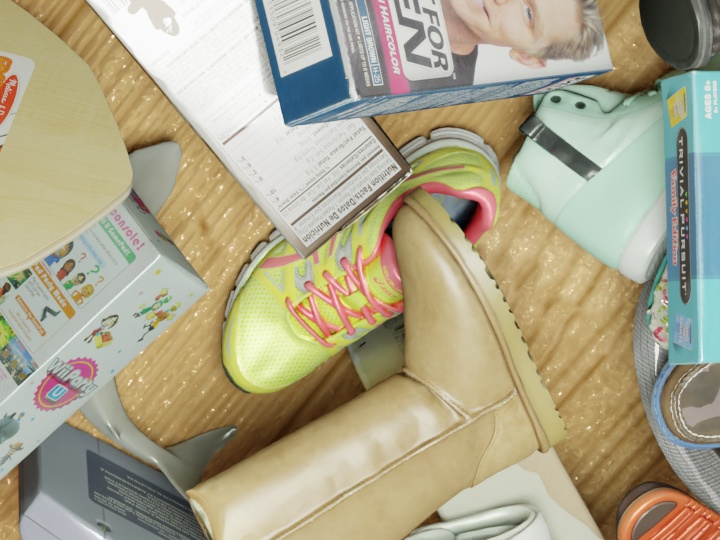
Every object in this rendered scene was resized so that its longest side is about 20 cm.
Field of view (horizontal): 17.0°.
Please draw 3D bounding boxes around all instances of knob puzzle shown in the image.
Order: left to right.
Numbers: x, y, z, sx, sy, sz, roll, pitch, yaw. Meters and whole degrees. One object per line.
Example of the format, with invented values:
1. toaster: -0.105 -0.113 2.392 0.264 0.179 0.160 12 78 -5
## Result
1. knob puzzle: -0.216 -0.062 1.254 0.218 0.221 0.031 -2 146 -10

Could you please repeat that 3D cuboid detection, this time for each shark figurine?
1. shark figurine: -0.141 0.047 1.352 0.127 0.090 0.216 -12 108 -5

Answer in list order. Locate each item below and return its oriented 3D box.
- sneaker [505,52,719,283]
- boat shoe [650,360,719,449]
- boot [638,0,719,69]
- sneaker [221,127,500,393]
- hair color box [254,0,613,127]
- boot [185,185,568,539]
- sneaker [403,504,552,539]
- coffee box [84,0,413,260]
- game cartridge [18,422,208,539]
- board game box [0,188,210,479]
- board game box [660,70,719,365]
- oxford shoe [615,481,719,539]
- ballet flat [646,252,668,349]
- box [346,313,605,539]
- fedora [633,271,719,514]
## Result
1. sneaker: 0.165 -0.103 1.366 0.118 0.074 0.201 32 73 15
2. boat shoe: 0.258 0.045 1.336 0.199 0.072 0.073 -23 98 -7
3. boot: 0.235 -0.182 1.298 0.173 0.201 0.070 0 134 -4
4. sneaker: 0.000 0.000 1.360 0.200 0.090 0.078 -43 111 6
5. hair color box: 0.039 -0.138 1.269 0.199 0.060 0.101 -11 86 -44
6. boot: -0.004 0.077 1.289 0.199 0.066 0.176 -31 106 -7
7. sneaker: 0.028 0.205 1.351 0.199 0.074 0.116 -28 110 -9
8. coffee box: -0.070 -0.116 1.297 0.080 0.114 0.200 -39 111 3
9. game cartridge: -0.106 0.162 1.370 0.199 0.133 0.042 30 108 -18
10. board game box: -0.202 0.020 1.296 0.200 0.148 0.064 -42 150 5
11. board game box: 0.261 -0.027 1.275 0.199 0.047 0.152 -1 88 -15
12. oxford shoe: 0.181 0.166 1.414 0.071 0.073 0.200 -38 143 0
13. ballet flat: 0.227 -0.040 1.321 0.076 0.064 0.201 36 82 -45
14. box: 0.076 0.118 1.412 0.077 0.095 0.201 -30 112 0
15. fedora: 0.240 0.046 1.417 0.176 0.090 0.201 -23 99 -5
